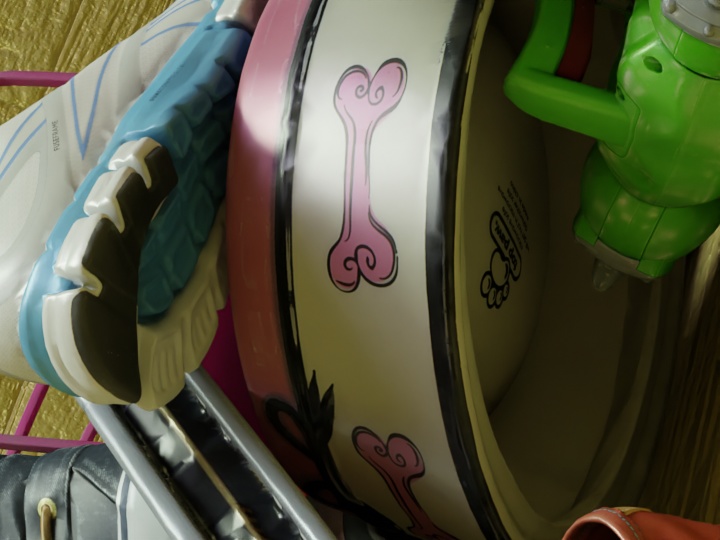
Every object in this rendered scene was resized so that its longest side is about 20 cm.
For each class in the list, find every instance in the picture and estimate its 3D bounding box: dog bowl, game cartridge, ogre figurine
[{"bbox_3d":[0.029,-0.014,0.765,0.200,0.074,0.200,2,-90,-67],"label":"dog bowl"},{"bbox_3d":[-0.010,0.097,0.731,0.041,0.133,0.200,-34,40,-7],"label":"game cartridge"},{"bbox_3d":[0.099,-0.070,0.709,0.120,0.098,0.200,-60,11,-29],"label":"ogre figurine"}]

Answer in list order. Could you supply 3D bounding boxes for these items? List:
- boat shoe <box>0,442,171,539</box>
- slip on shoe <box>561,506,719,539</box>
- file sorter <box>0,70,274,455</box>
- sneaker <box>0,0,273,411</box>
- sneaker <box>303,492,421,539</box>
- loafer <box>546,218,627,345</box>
[{"bbox_3d":[-0.079,0.152,0.863,0.071,0.091,0.200,0,-93,-64],"label":"boat shoe"},{"bbox_3d":[0.057,0.125,0.554,0.200,0.061,0.074,-77,12,-49],"label":"slip on shoe"},{"bbox_3d":[-0.082,0.041,0.971,0.200,0.125,0.139,75,-154,-47],"label":"file sorter"},{"bbox_3d":[-0.064,-0.036,0.747,0.200,0.087,0.075,-52,-45,-51],"label":"sneaker"},{"bbox_3d":[0.048,0.040,0.940,0.082,0.077,0.200,-11,44,59],"label":"sneaker"},{"bbox_3d":[0.092,-0.060,0.899,0.070,0.068,0.201,143,143,-69],"label":"loafer"}]
